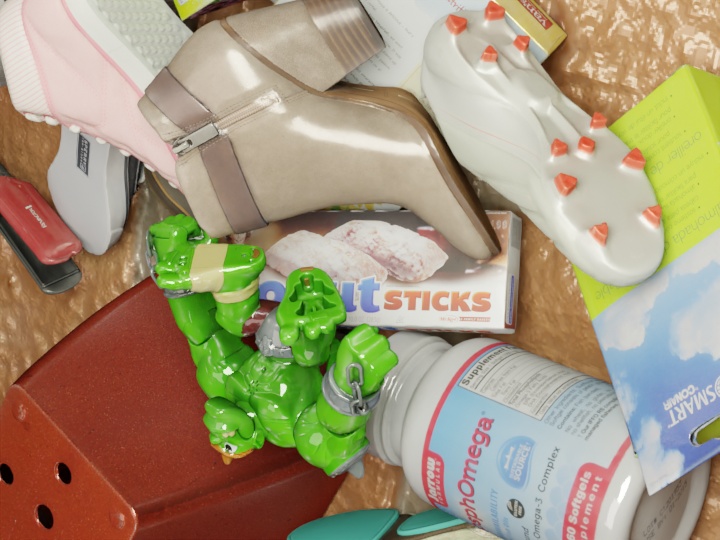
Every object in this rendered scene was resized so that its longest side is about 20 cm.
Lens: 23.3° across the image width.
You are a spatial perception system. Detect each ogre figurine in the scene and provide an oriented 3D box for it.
[{"bbox_3d":[-0.050,0.050,1.027,0.199,0.098,0.120,12,129,26],"label":"ogre figurine"}]

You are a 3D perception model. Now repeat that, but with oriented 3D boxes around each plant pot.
[{"bbox_3d":[-0.155,0.142,1.206,0.200,0.176,0.200,43,125,23],"label":"plant pot"}]

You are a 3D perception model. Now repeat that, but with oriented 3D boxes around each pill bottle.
[{"bbox_3d":[0.096,0.105,1.030,0.200,0.109,0.109,20,115,35],"label":"pill bottle"}]

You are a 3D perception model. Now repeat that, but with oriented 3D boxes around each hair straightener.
[{"bbox_3d":[-0.279,-0.047,1.330,0.200,0.041,0.077,41,146,26],"label":"hair straightener"}]

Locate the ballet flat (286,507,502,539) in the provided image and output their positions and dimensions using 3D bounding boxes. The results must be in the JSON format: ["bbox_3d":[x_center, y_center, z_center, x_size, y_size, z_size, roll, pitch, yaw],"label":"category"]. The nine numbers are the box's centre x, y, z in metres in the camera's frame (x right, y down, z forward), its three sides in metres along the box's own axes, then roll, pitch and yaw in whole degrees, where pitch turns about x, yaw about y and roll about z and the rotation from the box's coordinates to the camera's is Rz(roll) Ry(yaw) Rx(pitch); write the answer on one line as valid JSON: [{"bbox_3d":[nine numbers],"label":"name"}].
[{"bbox_3d":[0.032,0.189,1.140,0.200,0.067,0.063,-15,102,42],"label":"ballet flat"}]

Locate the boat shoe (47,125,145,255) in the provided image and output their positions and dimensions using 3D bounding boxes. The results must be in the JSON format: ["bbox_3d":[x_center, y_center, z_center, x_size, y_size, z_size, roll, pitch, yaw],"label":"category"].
[{"bbox_3d":[-0.174,-0.087,1.230,0.072,0.068,0.200,42,147,20],"label":"boat shoe"}]

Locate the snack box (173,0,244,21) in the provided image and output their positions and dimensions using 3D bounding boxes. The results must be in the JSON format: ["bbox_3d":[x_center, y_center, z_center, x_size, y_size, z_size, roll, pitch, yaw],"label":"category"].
[{"bbox_3d":[-0.060,-0.255,0.976,0.200,0.068,0.169,-22,93,49],"label":"snack box"}]

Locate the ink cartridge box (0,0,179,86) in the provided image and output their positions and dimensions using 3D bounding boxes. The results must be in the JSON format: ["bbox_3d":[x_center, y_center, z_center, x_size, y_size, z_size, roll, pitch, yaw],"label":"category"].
[{"bbox_3d":[-0.173,-0.202,1.144,0.200,0.144,0.084,-28,84,40],"label":"ink cartridge box"}]

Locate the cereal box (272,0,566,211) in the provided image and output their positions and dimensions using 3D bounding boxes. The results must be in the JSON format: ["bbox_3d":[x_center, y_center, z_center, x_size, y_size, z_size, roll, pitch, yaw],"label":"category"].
[{"bbox_3d":[0.010,-0.124,1.061,0.144,0.040,0.200,45,127,0],"label":"cereal box"}]

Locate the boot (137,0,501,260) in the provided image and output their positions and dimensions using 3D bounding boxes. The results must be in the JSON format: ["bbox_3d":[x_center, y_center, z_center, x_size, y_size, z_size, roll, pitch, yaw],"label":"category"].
[{"bbox_3d":[-0.028,-0.061,1.010,0.146,0.070,0.200,-31,98,7],"label":"boot"}]

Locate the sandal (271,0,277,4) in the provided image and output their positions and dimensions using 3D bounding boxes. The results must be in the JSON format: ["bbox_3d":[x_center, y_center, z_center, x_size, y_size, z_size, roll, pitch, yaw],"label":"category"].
[{"bbox_3d":[-0.037,-0.262,1.069,0.079,0.059,0.207,-3,114,22],"label":"sandal"}]

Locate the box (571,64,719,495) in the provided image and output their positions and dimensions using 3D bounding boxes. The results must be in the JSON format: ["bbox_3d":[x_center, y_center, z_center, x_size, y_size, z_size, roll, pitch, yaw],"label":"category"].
[{"bbox_3d":[0.176,0.006,0.930,0.122,0.048,0.200,-41,53,39],"label":"box"}]

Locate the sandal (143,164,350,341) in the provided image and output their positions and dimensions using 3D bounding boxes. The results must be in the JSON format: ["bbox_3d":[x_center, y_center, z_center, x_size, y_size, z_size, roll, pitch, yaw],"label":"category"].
[{"bbox_3d":[-0.068,-0.022,1.168,0.055,0.082,0.200,-47,63,15],"label":"sandal"}]

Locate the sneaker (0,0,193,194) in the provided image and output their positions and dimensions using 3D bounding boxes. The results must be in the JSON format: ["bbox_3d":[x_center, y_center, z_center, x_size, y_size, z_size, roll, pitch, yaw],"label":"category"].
[{"bbox_3d":[-0.142,-0.103,1.068,0.104,0.075,0.200,-17,124,34],"label":"sneaker"}]

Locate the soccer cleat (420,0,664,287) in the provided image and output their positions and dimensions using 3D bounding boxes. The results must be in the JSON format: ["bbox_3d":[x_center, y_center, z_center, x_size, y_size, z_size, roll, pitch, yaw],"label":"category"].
[{"bbox_3d":[0.097,-0.061,0.955,0.200,0.069,0.078,56,149,28],"label":"soccer cleat"}]

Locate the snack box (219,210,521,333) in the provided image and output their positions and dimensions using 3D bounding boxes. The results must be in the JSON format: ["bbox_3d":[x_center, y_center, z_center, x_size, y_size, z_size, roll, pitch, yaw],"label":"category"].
[{"bbox_3d":[0.000,0.000,1.075,0.199,0.024,0.072,1,82,23],"label":"snack box"}]
